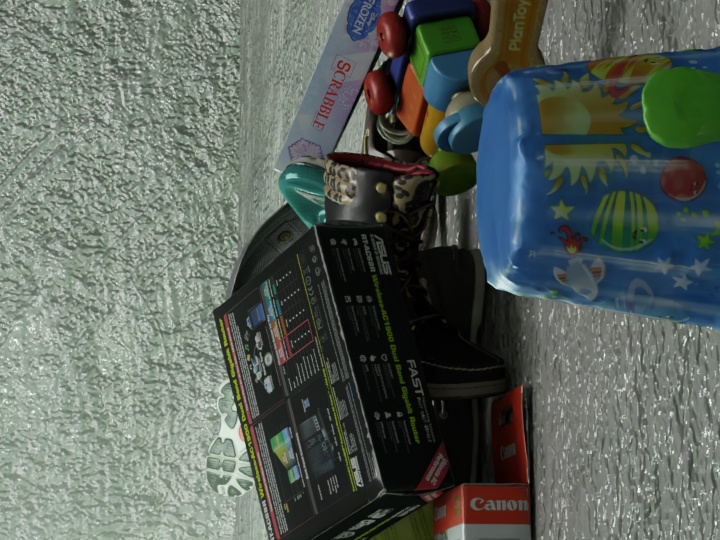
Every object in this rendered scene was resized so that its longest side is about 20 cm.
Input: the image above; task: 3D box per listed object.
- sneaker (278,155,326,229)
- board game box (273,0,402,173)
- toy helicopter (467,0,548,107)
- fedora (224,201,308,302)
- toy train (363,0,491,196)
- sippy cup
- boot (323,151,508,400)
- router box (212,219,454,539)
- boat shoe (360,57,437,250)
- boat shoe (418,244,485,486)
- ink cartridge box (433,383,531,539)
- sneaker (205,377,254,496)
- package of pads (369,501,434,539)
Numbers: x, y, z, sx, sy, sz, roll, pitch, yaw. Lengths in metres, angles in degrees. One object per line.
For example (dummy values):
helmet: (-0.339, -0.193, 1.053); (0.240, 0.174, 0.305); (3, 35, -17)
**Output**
sneaker: (0.000, 0.000, 1.714); (0.200, 0.080, 0.078); (54, 151, 4)
board game box: (0.006, -0.198, 1.769); (0.200, 0.041, 0.200); (-67, 2, -50)
toy helicopter: (0.083, -0.175, 1.259); (0.079, 0.132, 0.201); (-99, 13, -51)
fedora: (-0.018, 0.022, 1.921); (0.090, 0.200, 0.177); (33, 147, 48)
toy train: (0.057, -0.103, 1.667); (0.200, 0.084, 0.116); (104, 152, -57)
sippy cup: (0.120, -0.038, 0.985); (0.140, 0.130, 0.178); (-100, 14, -51)
boot: (0.031, 0.004, 1.598); (0.200, 0.073, 0.151); (20, 109, 50)
router box: (-0.022, 0.087, 1.555); (0.150, 0.062, 0.201); (-37, 61, 48)
boat shoe: (0.032, -0.088, 1.839); (0.060, 0.072, 0.201); (101, 173, -65)
boat shoe: (0.058, 0.080, 1.670); (0.067, 0.057, 0.201); (-150, 62, -81)
ink cartridge box: (0.081, 0.182, 1.515); (0.109, 0.050, 0.201); (128, 142, -77)
sneaker: (-0.175, 0.238, 3.323); (0.083, 0.080, 0.201); (-60, -19, -72)
package of pads: (0.029, 0.215, 1.666); (0.155, 0.068, 0.201); (149, 105, -82)
